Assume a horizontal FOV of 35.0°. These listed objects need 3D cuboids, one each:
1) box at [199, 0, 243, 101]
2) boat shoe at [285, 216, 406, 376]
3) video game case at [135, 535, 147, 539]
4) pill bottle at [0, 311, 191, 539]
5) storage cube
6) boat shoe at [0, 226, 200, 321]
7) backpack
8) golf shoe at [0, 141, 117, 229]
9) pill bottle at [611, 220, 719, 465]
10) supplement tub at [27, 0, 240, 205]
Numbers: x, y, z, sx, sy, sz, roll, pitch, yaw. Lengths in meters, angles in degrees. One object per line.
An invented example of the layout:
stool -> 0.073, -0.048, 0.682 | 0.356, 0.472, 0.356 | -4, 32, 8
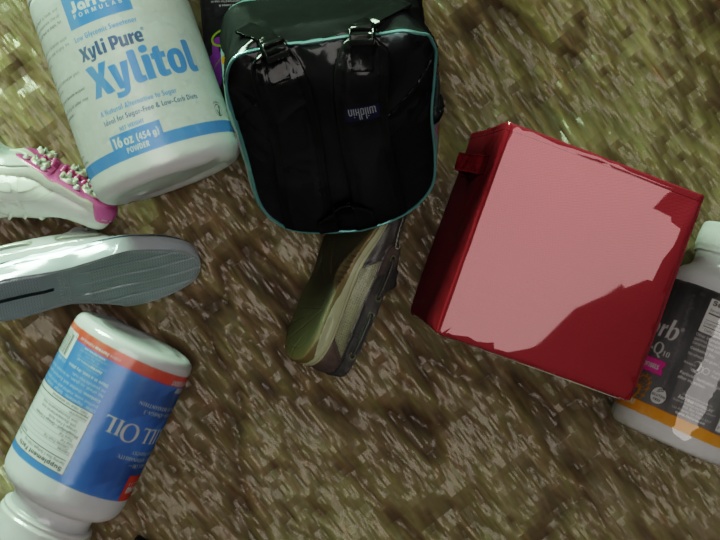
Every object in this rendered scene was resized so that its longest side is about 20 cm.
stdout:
box -> -0.069, -0.244, 0.984 | 0.142, 0.036, 0.201 | -3, 119, -5
boat shoe -> 0.000, 0.001, 1.029 | 0.066, 0.072, 0.201 | 34, 75, -34
video game case -> -0.174, 0.373, 1.042 | 0.180, 0.026, 0.200 | 29, 88, -5
pill bottle -> -0.237, 0.147, 0.986 | 0.112, 0.112, 0.200 | 26, 90, -5
storage cube -> 0.158, -0.010, 0.987 | 0.199, 0.171, 0.180 | 19, 91, -6
boat shoe -> -0.243, -0.011, 1.000 | 0.199, 0.067, 0.074 | -7, 136, -25
backpack -> -0.021, -0.134, 0.944 | 0.175, 0.154, 0.200 | -11, 127, -1
golf shoe -> -0.312, -0.072, 0.999 | 0.200, 0.075, 0.092 | 25, 101, 0
pill bottle -> 0.316, 0.065, 1.031 | 0.116, 0.116, 0.201 | 23, 89, -5
supplement tub -> -0.193, -0.168, 0.966 | 0.132, 0.132, 0.201 | -20, 91, -4
